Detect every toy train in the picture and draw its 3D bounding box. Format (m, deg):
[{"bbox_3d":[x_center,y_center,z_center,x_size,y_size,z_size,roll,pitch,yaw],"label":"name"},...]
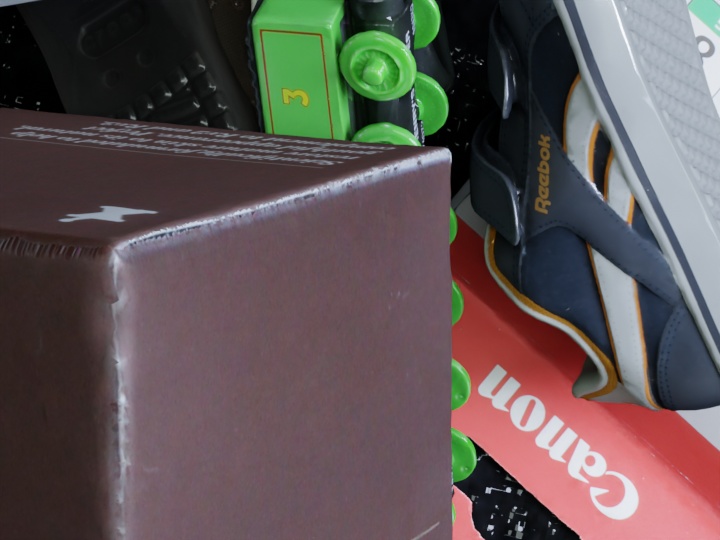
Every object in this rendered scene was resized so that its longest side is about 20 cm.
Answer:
[{"bbox_3d":[0.000,0.000,0.800,0.056,0.042,0.201,5,126,15],"label":"toy train"}]

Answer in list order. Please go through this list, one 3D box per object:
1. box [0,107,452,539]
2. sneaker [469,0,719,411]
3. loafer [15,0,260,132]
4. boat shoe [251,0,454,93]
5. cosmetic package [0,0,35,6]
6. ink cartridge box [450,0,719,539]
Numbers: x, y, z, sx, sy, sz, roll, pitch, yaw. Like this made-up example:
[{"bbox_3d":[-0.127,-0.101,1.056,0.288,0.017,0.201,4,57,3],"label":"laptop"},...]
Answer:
[{"bbox_3d":[-0.081,0.070,0.722,0.165,0.164,0.202,7,104,31],"label":"box"},{"bbox_3d":[0.065,-0.042,0.794,0.079,0.079,0.201,-13,112,25],"label":"sneaker"},{"bbox_3d":[-0.070,-0.091,0.849,0.073,0.071,0.201,-21,77,22],"label":"loafer"},{"bbox_3d":[0.007,-0.145,0.797,0.066,0.074,0.201,3,88,15],"label":"boat shoe"},{"bbox_3d":[-0.104,-0.175,0.788,0.150,0.052,0.201,-5,64,20],"label":"cosmetic package"},{"bbox_3d":[0.101,0.017,0.868,0.161,0.050,0.200,41,79,-3],"label":"ink cartridge box"}]
